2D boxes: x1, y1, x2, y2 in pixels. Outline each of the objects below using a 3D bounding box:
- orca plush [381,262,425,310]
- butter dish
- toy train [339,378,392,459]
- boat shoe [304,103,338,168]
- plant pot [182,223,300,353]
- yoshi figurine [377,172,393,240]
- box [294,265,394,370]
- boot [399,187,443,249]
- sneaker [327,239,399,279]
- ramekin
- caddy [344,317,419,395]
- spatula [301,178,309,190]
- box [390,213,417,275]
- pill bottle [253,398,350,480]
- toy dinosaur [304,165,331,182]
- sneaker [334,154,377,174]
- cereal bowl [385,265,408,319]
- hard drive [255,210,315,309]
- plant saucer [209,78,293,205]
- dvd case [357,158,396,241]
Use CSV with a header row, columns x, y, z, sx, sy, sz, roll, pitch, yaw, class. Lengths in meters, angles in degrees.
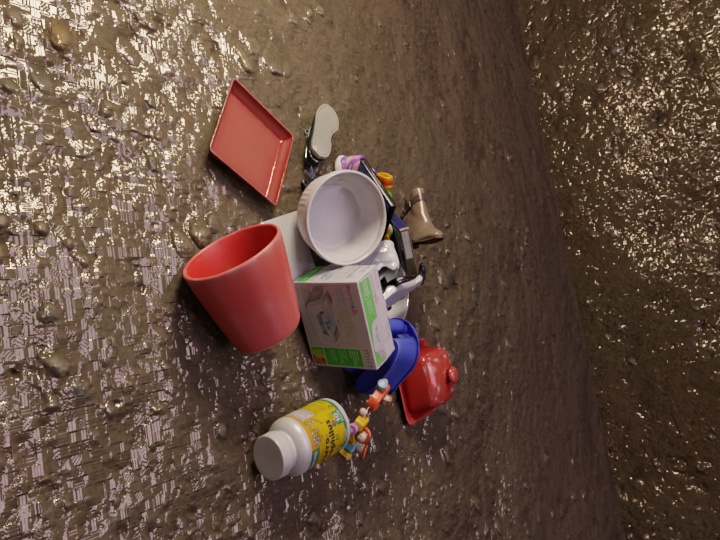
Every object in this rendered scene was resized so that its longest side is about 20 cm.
x,y,z,sx,sy,sz,roll,pitch,yaw,class
0.082,0.029,1.465,0.198,0.106,0.071,-35,66,-30,orca plush
0.196,0.289,1.614,0.198,0.145,0.206,-10,86,-54,butter dish
0.019,0.340,1.320,0.055,0.203,0.150,31,44,15,toy train
-0.099,-0.334,1.484,0.074,0.061,0.205,27,47,-28,boat shoe
-0.205,0.039,1.116,0.201,0.195,0.181,-52,127,-48,plant pot
0.038,-0.148,1.563,0.113,0.108,0.206,-73,163,-65,yoshi figurine
-0.033,0.100,1.303,0.096,0.172,0.206,-36,120,-51,box
0.157,-0.141,1.562,0.068,0.199,0.152,1,84,-22,boot
0.000,0.000,1.407,0.071,0.195,0.082,71,-4,-65,sneaker
-0.050,-0.120,1.326,0.195,0.104,0.207,-6,102,-28,ramekin
0.053,0.203,1.407,0.103,0.201,0.143,15,32,-47,caddy
-0.101,-0.126,1.448,0.056,0.020,0.206,-29,102,-53,spatula
0.107,-0.077,1.600,0.200,0.031,0.125,-119,-165,-70,box
-0.116,0.337,1.188,0.198,0.110,0.117,-10,86,-55,pill bottle
-0.077,-0.182,1.465,0.203,0.103,0.182,-57,151,-11,toy dinosaur
0.014,-0.225,1.587,0.202,0.087,0.082,55,39,-28,sneaker
0.041,0.049,1.532,0.198,0.082,0.207,23,61,-48,cereal bowl
-0.154,-0.019,1.332,0.131,0.025,0.206,-26,101,-55,hard drive
-0.238,-0.272,1.293,0.199,0.036,0.205,40,48,-41,plant saucer
0.022,-0.144,1.418,0.017,0.202,0.145,-22,65,-24,dvd case
